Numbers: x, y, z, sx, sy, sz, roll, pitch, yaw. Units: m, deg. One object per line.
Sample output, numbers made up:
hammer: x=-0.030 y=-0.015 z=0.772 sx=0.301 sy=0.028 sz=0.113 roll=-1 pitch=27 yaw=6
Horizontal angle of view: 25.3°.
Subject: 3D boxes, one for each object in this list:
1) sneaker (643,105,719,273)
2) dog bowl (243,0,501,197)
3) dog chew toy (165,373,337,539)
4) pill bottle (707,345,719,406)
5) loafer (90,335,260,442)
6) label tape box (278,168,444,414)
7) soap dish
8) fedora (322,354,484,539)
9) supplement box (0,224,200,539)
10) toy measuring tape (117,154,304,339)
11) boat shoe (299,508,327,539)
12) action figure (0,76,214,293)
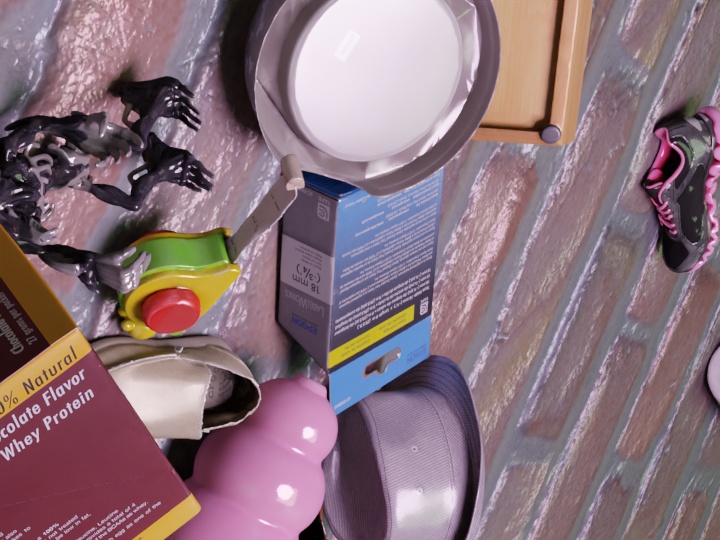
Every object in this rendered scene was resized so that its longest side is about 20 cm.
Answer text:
sneaker: x=0.351 y=-0.085 z=1.786 sx=0.095 sy=0.079 sz=0.201 roll=-13 pitch=121 yaw=-26
dog bowl: x=0.004 y=-0.154 z=1.185 sx=0.199 sy=0.059 sz=0.201 roll=-13 pitch=121 yaw=-22
dog chew toy: x=-0.084 y=0.175 z=1.256 sx=0.201 sy=0.124 sz=0.124 roll=-61 pitch=147 yaw=-4
pill bottle: x=0.542 y=0.171 z=2.158 sx=0.111 sy=0.111 sz=0.200 roll=-59 pitch=146 yaw=-11
loafer: x=-0.145 y=0.089 z=1.172 sx=0.200 sy=0.068 sz=0.076 roll=-13 pitch=118 yaw=-53
label tape box: x=0.000 y=0.000 z=1.329 sx=0.144 sy=0.063 sz=0.201 roll=-27 pitch=130 yaw=-45
soap dish: x=0.105 y=-0.193 z=1.277 sx=0.081 sy=0.156 sz=0.201 roll=-82 pitch=176 yaw=-61
fedora: x=0.023 y=0.171 z=1.382 sx=0.090 sy=0.177 sz=0.201 roll=6 pitch=77 yaw=-37
supplement box: x=-0.236 y=0.111 z=0.951 sx=0.197 sy=0.133 sz=0.200 roll=-37 pitch=140 yaw=-11
toy measuring tape: x=-0.117 y=-0.015 z=1.104 sx=0.073 sy=0.074 sz=0.200 roll=-17 pitch=157 yaw=-50
boat shoe: x=-0.062 y=0.235 z=1.381 sx=0.070 sy=0.070 sz=0.201 roll=-47 pitch=144 yaw=-33
action figure: x=-0.175 y=-0.054 z=1.017 sx=0.200 sy=0.102 sz=0.119 roll=-36 pitch=138 yaw=-43
